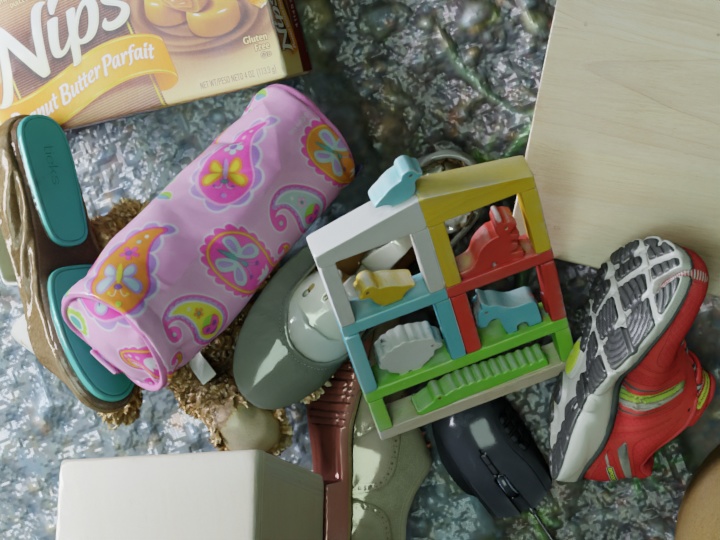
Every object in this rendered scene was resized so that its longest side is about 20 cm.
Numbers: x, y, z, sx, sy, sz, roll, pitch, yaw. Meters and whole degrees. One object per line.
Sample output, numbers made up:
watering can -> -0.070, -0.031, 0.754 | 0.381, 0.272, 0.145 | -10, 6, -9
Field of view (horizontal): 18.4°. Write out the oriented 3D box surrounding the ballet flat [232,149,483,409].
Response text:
ballet flat -> 0.000, 0.000, 1.321 | 0.067, 0.064, 0.200 | 46, 72, -8

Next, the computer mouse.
computer mouse -> 0.106, 0.156, 1.375 | 0.059, 0.034, 0.200 | -34, 87, 17

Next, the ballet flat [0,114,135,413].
ballet flat -> -0.193, 0.003, 1.366 | 0.072, 0.068, 0.200 | -31, 73, 39

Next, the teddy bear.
teddy bear -> -0.105, 0.040, 1.391 | 0.200, 0.067, 0.145 | 17, 90, 23

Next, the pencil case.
pencil case -> -0.087, -0.021, 1.327 | 0.087, 0.087, 0.200 | 35, 62, 9

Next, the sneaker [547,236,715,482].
sneaker -> 0.170, 0.053, 1.293 | 0.085, 0.077, 0.200 | 6, 141, -11

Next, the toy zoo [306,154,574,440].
toy zoo -> 0.048, 0.009, 1.275 | 0.131, 0.020, 0.200 | -20, 136, -2

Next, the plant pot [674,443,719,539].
plant pot -> 0.253, 0.186, 1.249 | 0.186, 0.200, 0.187 | 3, 99, 17

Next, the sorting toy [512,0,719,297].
sorting toy -> 0.207, -0.091, 1.293 | 0.200, 0.070, 0.199 | 14, 101, 14

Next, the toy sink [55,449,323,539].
toy sink -> -0.100, 0.214, 1.310 | 0.130, 0.112, 0.200 | -5, 74, 21

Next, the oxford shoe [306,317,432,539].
oxford shoe -> 0.008, 0.096, 1.389 | 0.074, 0.071, 0.200 | 8, 93, -21

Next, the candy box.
candy box -> -0.142, -0.157, 1.394 | 0.200, 0.055, 0.116 | -11, 94, 18
